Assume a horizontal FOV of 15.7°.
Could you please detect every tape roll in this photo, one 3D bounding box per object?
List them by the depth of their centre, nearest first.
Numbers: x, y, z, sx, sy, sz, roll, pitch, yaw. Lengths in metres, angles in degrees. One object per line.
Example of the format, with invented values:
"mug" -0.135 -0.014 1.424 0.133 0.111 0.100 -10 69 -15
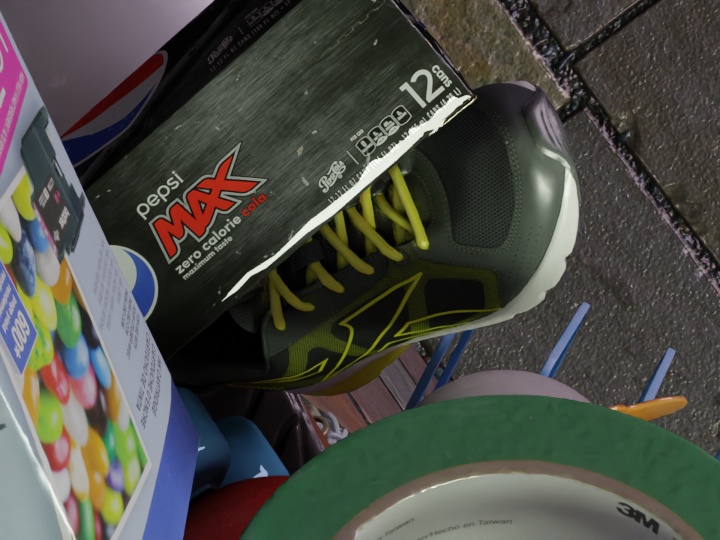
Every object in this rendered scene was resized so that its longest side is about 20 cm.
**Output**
"tape roll" 0.049 0.135 0.812 0.201 0.200 0.048 56 -19 28

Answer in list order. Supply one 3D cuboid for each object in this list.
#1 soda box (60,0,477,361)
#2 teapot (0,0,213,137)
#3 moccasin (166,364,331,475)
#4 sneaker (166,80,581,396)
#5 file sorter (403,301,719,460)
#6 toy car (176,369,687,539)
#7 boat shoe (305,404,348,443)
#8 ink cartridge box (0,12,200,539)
"soda box" -0.062 -0.027 0.886 0.071 0.200 0.063 47 5 -24
"teapot" -0.098 -0.038 1.013 0.197 0.200 0.146 130 -37 -69
"moccasin" -0.034 0.098 1.137 0.201 0.074 0.078 51 -5 -8
"sneaker" 0.000 0.000 0.922 0.085 0.200 0.075 -9 69 -39
"file sorter" 0.112 0.099 1.215 0.200 0.123 0.139 28 19 6
"toy car" 0.029 0.095 0.941 0.184 0.200 0.177 54 4 15
"boat shoe" -0.051 0.062 1.301 0.202 0.065 0.074 54 4 -3
"ink cartridge box" -0.089 0.031 0.713 0.119 0.042 0.200 -84 157 -59
